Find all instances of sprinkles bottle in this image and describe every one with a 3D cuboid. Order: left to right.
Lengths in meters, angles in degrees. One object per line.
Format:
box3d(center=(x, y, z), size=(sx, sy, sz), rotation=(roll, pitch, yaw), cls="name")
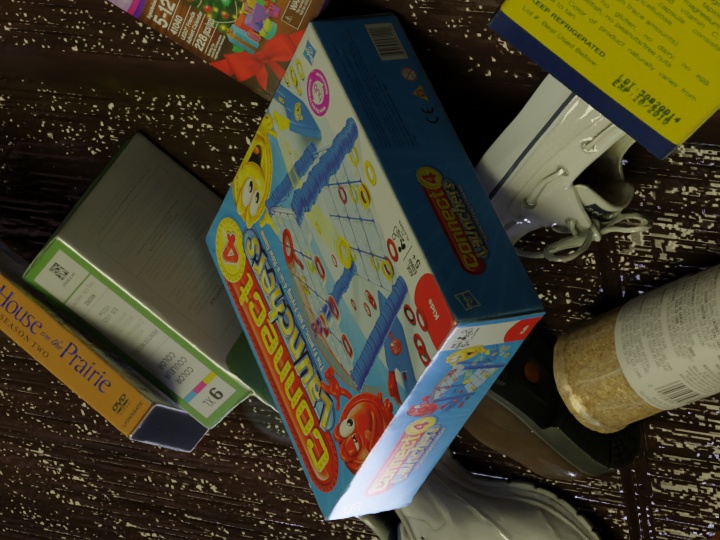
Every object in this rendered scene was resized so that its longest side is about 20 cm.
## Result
box3d(center=(0.195, 0.030, 1.171), size=(0.200, 0.068, 0.068), rotation=(-26, 112, 43), cls="sprinkles bottle")

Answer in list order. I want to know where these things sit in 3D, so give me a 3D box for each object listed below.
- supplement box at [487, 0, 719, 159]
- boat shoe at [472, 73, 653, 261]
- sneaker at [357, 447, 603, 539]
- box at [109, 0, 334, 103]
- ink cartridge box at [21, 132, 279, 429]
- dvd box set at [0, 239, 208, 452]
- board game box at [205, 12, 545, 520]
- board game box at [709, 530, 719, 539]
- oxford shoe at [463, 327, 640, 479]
box3d(center=(0.166, -0.164, 0.981), size=(0.109, 0.110, 0.200), rotation=(37, 138, -5), cls="supplement box")
box3d(center=(0.114, -0.045, 1.143), size=(0.086, 0.075, 0.202), rotation=(46, 132, 10), cls="boat shoe")
box3d(center=(0.063, 0.165, 1.360), size=(0.200, 0.087, 0.075), rotation=(27, 135, 4), cls="sneaker")
box3d(center=(-0.064, -0.195, 1.139), size=(0.137, 0.039, 0.200), rotation=(32, 138, 2), cls="box")
box3d(center=(-0.092, 0.022, 1.307), size=(0.200, 0.104, 0.059), rotation=(38, 138, -7), cls="ink cartridge box")
box3d(center=(-0.188, 0.036, 1.339), size=(0.200, 0.029, 0.146), rotation=(39, 180, 12), cls="dvd box set")
box3d(center=(0.000, 0.000, 1.184), size=(0.200, 0.056, 0.196), rotation=(65, 146, 28), cls="board game box")
box3d(center=(0.232, 0.327, 1.324), size=(0.199, 0.200, 0.200), rotation=(30, 137, 2), cls="board game box")
box3d(center=(0.066, 0.056, 1.271), size=(0.200, 0.073, 0.084), rotation=(47, 140, -13), cls="oxford shoe")
